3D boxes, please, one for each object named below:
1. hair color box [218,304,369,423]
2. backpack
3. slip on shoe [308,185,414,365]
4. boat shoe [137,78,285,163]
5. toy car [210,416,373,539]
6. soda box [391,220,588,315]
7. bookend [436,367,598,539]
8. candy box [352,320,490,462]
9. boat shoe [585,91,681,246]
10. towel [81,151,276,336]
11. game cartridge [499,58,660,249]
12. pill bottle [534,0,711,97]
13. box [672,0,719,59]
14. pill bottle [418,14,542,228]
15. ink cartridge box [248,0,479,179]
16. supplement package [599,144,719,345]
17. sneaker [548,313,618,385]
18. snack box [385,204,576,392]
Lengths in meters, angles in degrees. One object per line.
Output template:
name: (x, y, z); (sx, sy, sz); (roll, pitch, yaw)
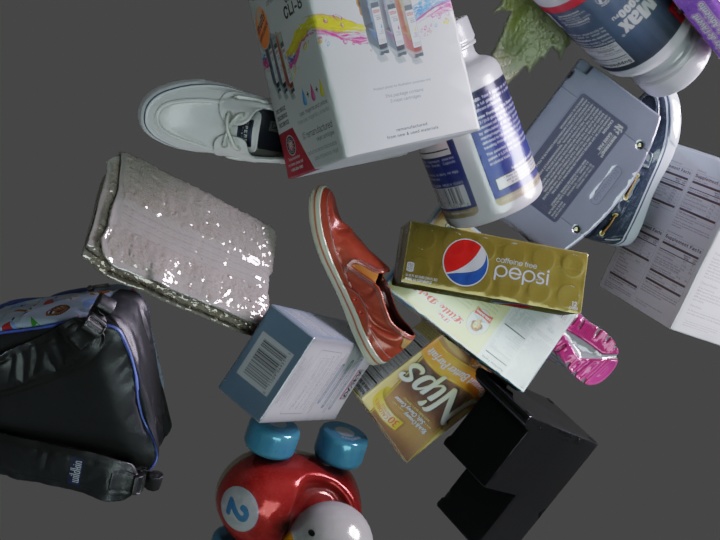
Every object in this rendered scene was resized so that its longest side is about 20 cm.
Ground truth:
hair color box: (-0.057, 0.101, 0.972); (0.099, 0.060, 0.200); (-56, 159, 5)
backpack: (-0.284, 0.103, 0.880); (0.189, 0.154, 0.202); (-6, 109, 2)
slip on shoe: (0.000, 0.000, 0.988); (0.061, 0.074, 0.201); (-24, 90, 14)
boat shoe: (-0.116, -0.145, 0.917); (0.198, 0.065, 0.074); (-1, 110, -23)
toy car: (-0.059, 0.288, 1.025); (0.176, 0.200, 0.186); (13, 104, -26)
soda box: (0.139, -0.001, 1.002); (0.198, 0.064, 0.068); (10, 84, -7)
bookend: (0.158, 0.241, 1.116); (0.201, 0.092, 0.198); (-54, 141, 8)
candy box: (0.096, 0.120, 1.109); (0.200, 0.055, 0.116); (-38, 118, -7)
boat shoe: (0.307, -0.126, 1.097); (0.090, 0.071, 0.202); (6, 108, -26)
towel: (-0.169, -0.026, 0.911); (0.199, 0.133, 0.034); (25, 140, -29)
game cartridge: (0.242, -0.121, 1.058); (0.133, 0.042, 0.200); (37, 93, -1)
pill bottle: (0.287, -0.282, 1.004); (0.199, 0.120, 0.120); (33, 95, -29)
box: (0.383, -0.318, 1.003); (0.137, 0.201, 0.039); (36, 137, -29)
pill bottle: (0.108, -0.156, 0.973); (0.110, 0.111, 0.201); (-26, 105, -12)
ink cartridge box: (-0.003, -0.204, 0.860); (0.144, 0.145, 0.202); (-14, 94, -24)
supplement package: (0.429, -0.028, 1.140); (0.151, 0.151, 0.201); (17, 102, -26)
sneaker: (0.220, 0.053, 1.126); (0.081, 0.088, 0.200); (-39, 96, -7)
snack box: (0.135, 0.032, 1.051); (0.200, 0.037, 0.116); (37, 84, -4)
